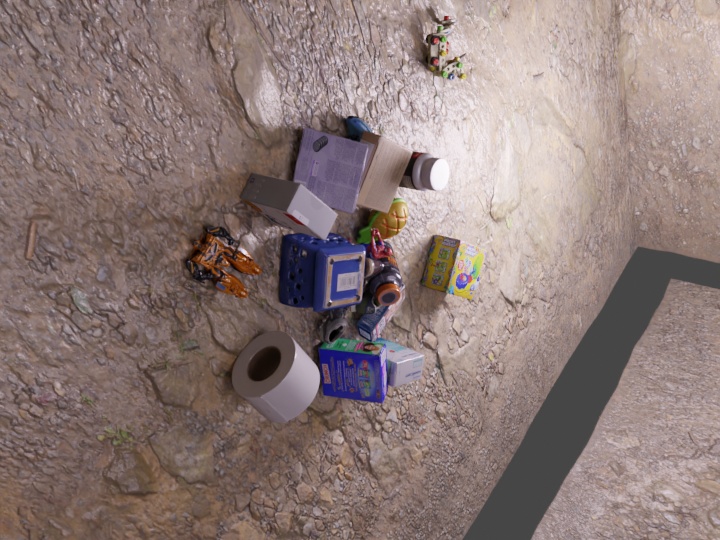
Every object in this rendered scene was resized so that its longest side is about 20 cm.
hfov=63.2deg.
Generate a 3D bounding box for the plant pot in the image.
[{"bbox_3d":[-0.097,0.008,1.637,0.198,0.178,0.204,-7,107,-43],"label":"plant pot"}]

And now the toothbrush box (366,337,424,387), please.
[{"bbox_3d":[0.087,0.298,1.917,0.145,0.198,0.087,-5,107,-45],"label":"toothbrush box"}]

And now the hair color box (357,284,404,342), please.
[{"bbox_3d":[0.070,0.130,1.922,0.201,0.060,0.100,-54,161,-20],"label":"hair color box"}]

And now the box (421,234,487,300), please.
[{"bbox_3d":[0.345,-0.010,2.150,0.198,0.121,0.196,13,92,-48],"label":"box"}]

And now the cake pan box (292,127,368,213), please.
[{"bbox_3d":[-0.085,-0.264,1.582,0.181,0.052,0.204,12,94,-5],"label":"cake pan box"}]

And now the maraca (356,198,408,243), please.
[{"bbox_3d":[0.069,-0.146,1.827,0.200,0.107,0.137,-42,145,2],"label":"maraca"}]

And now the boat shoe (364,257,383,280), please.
[{"bbox_3d":[0.000,0.000,1.725,0.064,0.199,0.073,5,80,-28],"label":"boat shoe"}]

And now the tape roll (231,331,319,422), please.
[{"bbox_3d":[-0.227,0.285,1.577,0.204,0.201,0.140,-53,135,-20],"label":"tape roll"}]

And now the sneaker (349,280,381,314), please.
[{"bbox_3d":[0.043,0.084,1.833,0.200,0.088,0.068,-45,141,-57],"label":"sneaker"}]

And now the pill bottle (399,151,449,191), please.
[{"bbox_3d":[0.167,-0.308,1.801,0.113,0.198,0.116,-17,115,-42],"label":"pill bottle"}]

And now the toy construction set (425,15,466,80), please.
[{"bbox_3d":[0.270,-0.703,1.862,0.129,0.092,0.203,-14,107,-17],"label":"toy construction set"}]

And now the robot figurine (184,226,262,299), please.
[{"bbox_3d":[-0.340,-0.018,1.459,0.200,0.058,0.146,42,71,-46],"label":"robot figurine"}]

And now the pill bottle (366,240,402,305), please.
[{"bbox_3d":[0.068,0.011,1.776,0.104,0.202,0.107,-7,135,-7],"label":"pill bottle"}]

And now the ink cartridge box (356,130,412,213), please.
[{"bbox_3d":[0.045,-0.280,1.685,0.164,0.075,0.203,10,107,-50],"label":"ink cartridge box"}]

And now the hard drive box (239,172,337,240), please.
[{"bbox_3d":[-0.182,-0.163,1.477,0.155,0.198,0.078,36,77,-46],"label":"hard drive box"}]

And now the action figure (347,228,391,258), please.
[{"bbox_3d":[0.017,-0.090,1.713,0.065,0.198,0.101,-16,113,-42],"label":"action figure"}]

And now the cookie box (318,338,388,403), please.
[{"bbox_3d":[-0.020,0.305,1.800,0.075,0.197,0.174,-51,142,-61],"label":"cookie box"}]

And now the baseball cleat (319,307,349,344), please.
[{"bbox_3d":[-0.058,0.130,1.774,0.069,0.106,0.203,22,84,-25],"label":"baseball cleat"}]

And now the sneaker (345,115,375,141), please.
[{"bbox_3d":[-0.001,-0.352,1.700,0.090,0.078,0.202,-41,129,-26],"label":"sneaker"}]
